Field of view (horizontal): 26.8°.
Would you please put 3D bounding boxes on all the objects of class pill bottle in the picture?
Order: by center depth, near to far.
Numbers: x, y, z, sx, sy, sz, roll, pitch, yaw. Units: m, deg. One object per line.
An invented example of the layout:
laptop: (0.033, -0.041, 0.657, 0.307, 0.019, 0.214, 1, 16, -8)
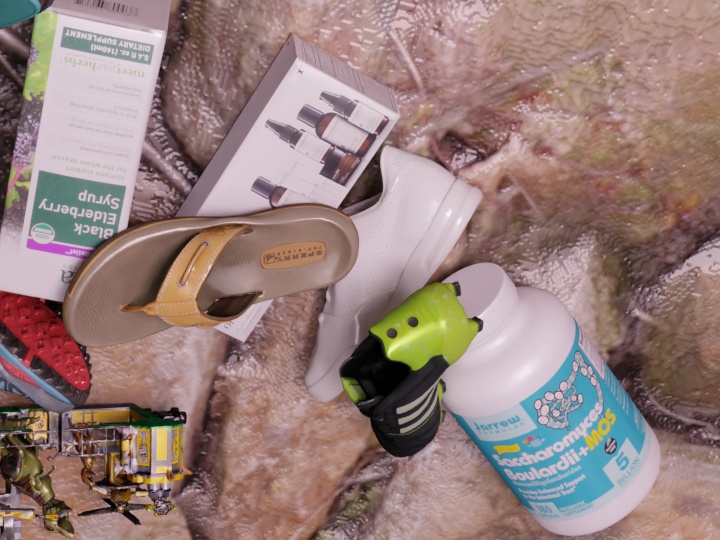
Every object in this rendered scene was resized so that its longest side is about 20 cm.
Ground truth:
pill bottle: (0.123, 0.088, 1.077, 0.111, 0.111, 0.200, -32, 117, 12)

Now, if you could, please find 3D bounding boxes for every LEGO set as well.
LEGO set: (-0.215, 0.159, 1.045, 0.200, 0.154, 0.116, -1, 94, -30)

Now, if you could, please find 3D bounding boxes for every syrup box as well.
syrup box: (-0.179, -0.081, 0.969, 0.079, 0.081, 0.200, 11, 116, -10)

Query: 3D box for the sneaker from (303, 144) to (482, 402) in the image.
sneaker: (0.000, 0.000, 1.049, 0.088, 0.075, 0.200, 33, 116, 1)

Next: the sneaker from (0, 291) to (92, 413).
sneaker: (-0.279, 0.041, 1.042, 0.200, 0.079, 0.096, 36, 120, -14)

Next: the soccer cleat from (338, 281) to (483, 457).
soccer cleat: (0.021, 0.073, 1.000, 0.081, 0.068, 0.200, -24, 156, -22)

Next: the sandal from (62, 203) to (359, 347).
sandal: (-0.093, 0.006, 0.971, 0.200, 0.054, 0.080, -12, 123, -11)

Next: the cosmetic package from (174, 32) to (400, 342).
cosmetic package: (-0.063, -0.052, 1.015, 0.083, 0.051, 0.200, 27, 113, -18)

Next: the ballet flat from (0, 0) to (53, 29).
ballet flat: (-0.249, -0.168, 0.912, 0.200, 0.073, 0.073, -12, 127, 41)
